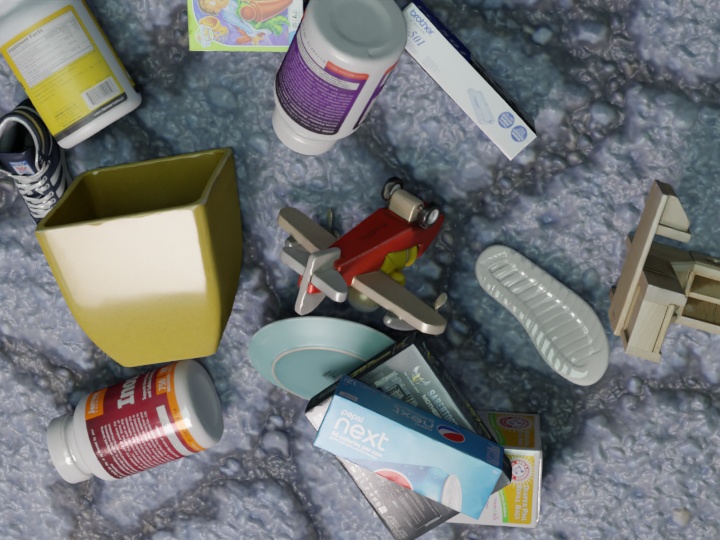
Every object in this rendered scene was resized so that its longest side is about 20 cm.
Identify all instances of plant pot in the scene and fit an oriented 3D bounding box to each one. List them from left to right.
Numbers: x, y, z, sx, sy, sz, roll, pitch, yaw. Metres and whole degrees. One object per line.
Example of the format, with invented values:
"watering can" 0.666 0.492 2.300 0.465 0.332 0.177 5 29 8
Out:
"plant pot" -0.233 -0.005 1.482 0.192 0.196 0.202 -8 112 8

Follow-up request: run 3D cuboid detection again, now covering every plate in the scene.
"plate" -0.037 0.117 1.516 0.198 0.026 0.201 6 145 4

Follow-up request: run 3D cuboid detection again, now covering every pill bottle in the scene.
"pill bottle" -0.344 -0.250 1.457 0.111 0.112 0.201 -28 101 13
"pill bottle" -0.279 0.191 1.579 0.198 0.113 0.114 -20 103 11
"pill bottle" -0.032 -0.212 1.395 0.111 0.112 0.200 30 147 -3

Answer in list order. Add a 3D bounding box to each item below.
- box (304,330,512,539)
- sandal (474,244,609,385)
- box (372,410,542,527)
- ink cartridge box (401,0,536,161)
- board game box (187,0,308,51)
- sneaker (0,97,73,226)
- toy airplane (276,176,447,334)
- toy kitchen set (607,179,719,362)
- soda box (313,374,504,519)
"box" 0.056 0.193 1.461 0.157 0.051 0.201 -34 99 17
"sandal" 0.220 0.047 1.522 0.082 0.050 0.203 -41 86 1
"box" 0.119 0.235 1.550 0.198 0.113 0.102 3 107 7
"ink cartridge box" 0.114 -0.216 1.428 0.044 0.094 0.200 -43 98 15
"board game box" -0.127 -0.349 1.440 0.133 0.045 0.202 1 107 6
"sneaker" -0.378 -0.100 1.506 0.069 0.109 0.202 -8 106 9
"toy airplane" 0.000 0.000 1.457 0.197 0.201 0.142 1 135 -1
"toy kitchen set" 0.384 0.005 1.409 0.179 0.200 0.165 15 108 1
"soda box" 0.054 0.192 1.401 0.199 0.064 0.068 25 108 1
